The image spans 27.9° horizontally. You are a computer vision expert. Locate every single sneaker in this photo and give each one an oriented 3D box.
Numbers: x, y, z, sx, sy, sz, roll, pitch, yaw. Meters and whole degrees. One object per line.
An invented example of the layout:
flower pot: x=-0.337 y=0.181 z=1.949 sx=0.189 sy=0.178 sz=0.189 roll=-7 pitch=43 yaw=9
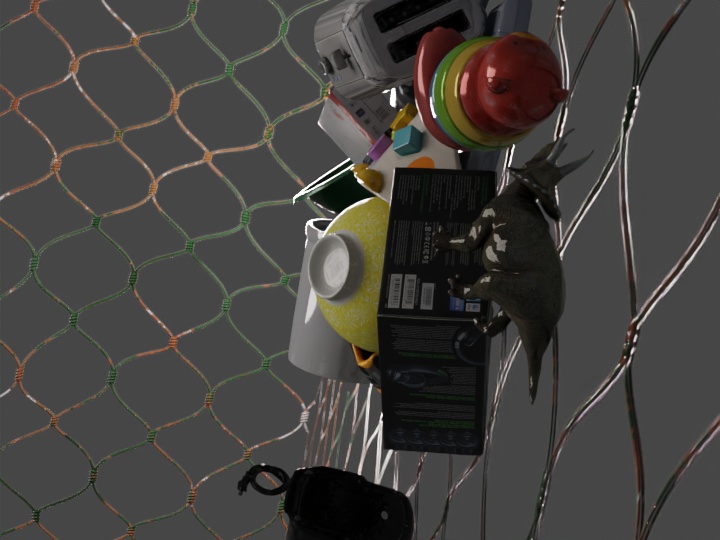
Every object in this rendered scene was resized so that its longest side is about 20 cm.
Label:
sneaker: x=0.016 y=0.063 z=1.902 sx=0.077 sy=0.078 sz=0.200 roll=36 pitch=-150 yaw=-50

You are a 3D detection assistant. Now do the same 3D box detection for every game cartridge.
game cartridge: x=0.144 y=-0.196 z=1.587 sx=0.133 sy=0.041 sz=0.201 roll=-149 pitch=71 yaw=-81

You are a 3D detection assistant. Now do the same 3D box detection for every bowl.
bowl: x=0.000 y=0.000 z=1.784 sx=0.200 sy=0.107 sz=0.201 roll=-10 pitch=77 yaw=48

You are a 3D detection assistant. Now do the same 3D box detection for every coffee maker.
coffee maker: x=-0.052 y=0.326 z=1.636 sx=0.135 sy=0.192 sz=0.200 roll=-37 pitch=-28 yaw=-51

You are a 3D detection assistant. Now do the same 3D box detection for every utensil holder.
utensil holder: x=-0.009 y=0.043 z=2.066 sx=0.170 sy=0.169 sz=0.201 roll=-98 pitch=18 yaw=-78

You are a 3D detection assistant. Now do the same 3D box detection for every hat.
hat: x=0.023 y=-0.081 z=2.129 sx=0.165 sy=0.176 sz=0.200 roll=-24 pitch=11 yaw=45

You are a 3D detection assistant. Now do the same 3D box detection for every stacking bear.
stacking bear: x=0.124 y=-0.166 z=1.315 sx=0.200 sy=0.121 sz=0.114 roll=-165 pitch=89 yaw=-78

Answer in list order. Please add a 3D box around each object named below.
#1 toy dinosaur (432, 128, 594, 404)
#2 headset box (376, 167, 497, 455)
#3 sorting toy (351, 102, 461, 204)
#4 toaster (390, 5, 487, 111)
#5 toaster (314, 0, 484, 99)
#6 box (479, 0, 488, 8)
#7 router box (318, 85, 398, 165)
toy dinosaur: x=0.117 y=-0.002 z=1.088 sx=0.102 sy=0.077 sz=0.201 roll=-14 pitch=75 yaw=49
headset box: x=0.069 y=0.041 z=1.265 sx=0.200 sy=0.092 sz=0.175 roll=87 pitch=-172 yaw=-47
sorting toy: x=0.080 y=-0.152 z=1.612 sx=0.180 sy=0.107 sz=0.200 roll=-58 pitch=6 yaw=4
toaster: x=0.098 y=-0.256 z=1.842 sx=0.129 sy=0.113 sz=0.201 roll=107 pitch=172 yaw=-68
toaster: x=0.052 y=-0.268 z=1.600 sx=0.114 sy=0.200 sz=0.129 roll=66 pitch=169 yaw=-9
box: x=0.172 y=-0.458 z=1.882 sx=0.200 sy=0.043 sz=0.161 roll=110 pitch=172 yaw=-60
router box: x=0.036 y=-0.149 z=1.854 sx=0.049 sy=0.200 sz=0.180 roll=-42 pitch=-1 yaw=-9
